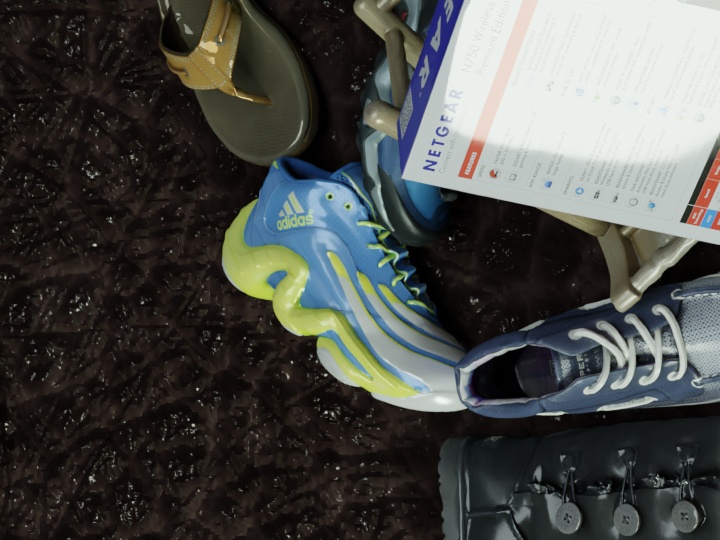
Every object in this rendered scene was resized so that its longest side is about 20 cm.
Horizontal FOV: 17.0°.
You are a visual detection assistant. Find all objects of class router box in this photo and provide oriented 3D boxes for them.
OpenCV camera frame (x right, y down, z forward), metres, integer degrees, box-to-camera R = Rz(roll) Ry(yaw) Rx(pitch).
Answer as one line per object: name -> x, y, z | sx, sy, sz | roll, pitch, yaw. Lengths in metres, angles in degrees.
router box -> 0.130, -0.118, 1.151 | 0.179, 0.049, 0.200 | 12, 126, -12

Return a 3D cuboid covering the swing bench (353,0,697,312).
swing bench -> 0.135, -0.120, 1.261 | 0.199, 0.200, 0.130 | -43, 28, 26

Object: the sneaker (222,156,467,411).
sneaker -> 0.000, 0.000, 1.421 | 0.200, 0.076, 0.105 | 32, 118, 28

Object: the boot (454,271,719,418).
boot -> 0.152, 0.048, 1.316 | 0.200, 0.090, 0.073 | -17, 86, 35

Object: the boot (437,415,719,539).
boot -> 0.146, 0.166, 1.358 | 0.200, 0.066, 0.165 | -7, 94, 31

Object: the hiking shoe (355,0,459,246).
hiking shoe -> 0.054, -0.108, 1.374 | 0.087, 0.074, 0.200 | 15, 104, 33

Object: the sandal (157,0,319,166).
sandal -> -0.094, -0.151, 1.484 | 0.080, 0.054, 0.200 | -32, 78, 33
